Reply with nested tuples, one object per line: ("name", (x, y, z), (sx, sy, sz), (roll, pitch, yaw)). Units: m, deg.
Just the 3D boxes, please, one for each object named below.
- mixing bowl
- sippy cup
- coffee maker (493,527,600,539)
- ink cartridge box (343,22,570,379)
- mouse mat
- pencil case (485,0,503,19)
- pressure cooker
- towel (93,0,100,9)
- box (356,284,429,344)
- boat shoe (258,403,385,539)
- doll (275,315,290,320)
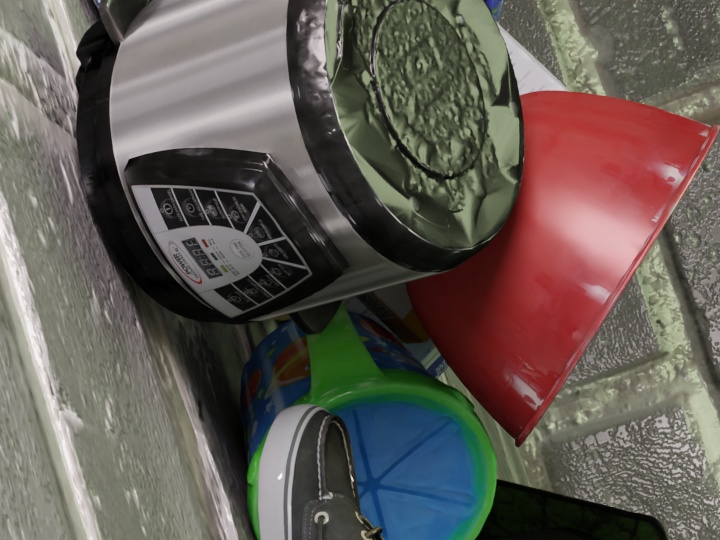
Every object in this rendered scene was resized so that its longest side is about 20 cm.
("mixing bowl", (0.091, -0.019, 1.362), (0.108, 0.201, 0.200), (31, 5, 3))
("sippy cup", (-0.007, 0.090, 1.417), (0.178, 0.139, 0.130), (-67, -156, 19))
("coffee maker", (0.106, 0.277, 1.675), (0.134, 0.192, 0.201), (-19, 107, -42))
("ink cartridge box", (0.030, -0.060, 1.535), (0.200, 0.196, 0.043), (46, 3, 23))
("mouse mat", (0.130, 0.223, 1.733), (0.008, 0.199, 0.162), (-20, 111, -42))
("pencil case", (-0.004, -0.188, 1.603), (0.078, 0.199, 0.087), (78, 14, -52))
("pressure cooker", (-0.040, -0.063, 1.272), (0.178, 0.199, 0.177), (11, 70, -51))
("towel", (-0.098, -0.171, 1.463), (0.147, 0.024, 0.201), (-25, 97, -39))
("box", (-0.002, -0.069, 1.439), (0.200, 0.119, 0.041), (44, -14, -13))
("boat shoe", (-0.013, 0.151, 1.260), (0.069, 0.056, 0.201), (51, 31, -47))
("doll", (-0.065, -0.068, 1.714), (0.137, 0.048, 0.201), (60, 15, -63))
